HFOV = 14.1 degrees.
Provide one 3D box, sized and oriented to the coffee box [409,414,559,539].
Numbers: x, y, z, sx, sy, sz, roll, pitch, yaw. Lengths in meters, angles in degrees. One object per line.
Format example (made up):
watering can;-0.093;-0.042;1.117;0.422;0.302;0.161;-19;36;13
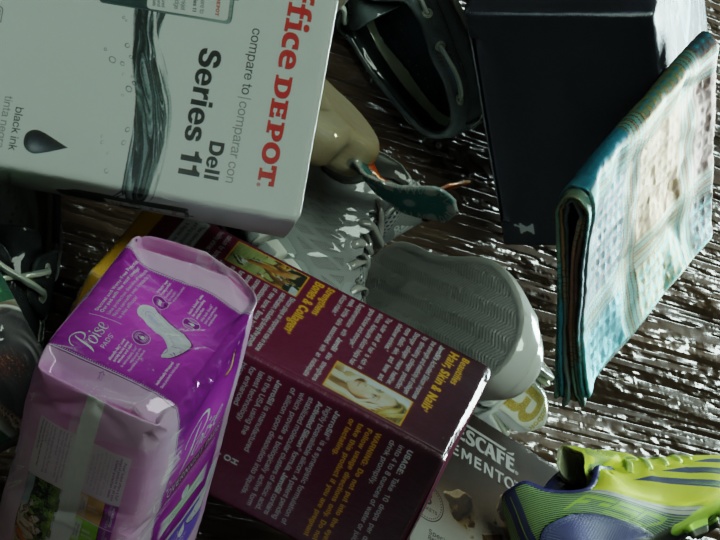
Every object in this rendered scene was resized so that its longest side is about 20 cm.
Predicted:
coffee box;0.077;0.166;1.615;0.200;0.080;0.113;34;44;-27

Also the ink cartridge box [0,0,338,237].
ink cartridge box;-0.114;-0.106;1.429;0.199;0.083;0.147;10;86;-6

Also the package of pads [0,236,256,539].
package of pads;-0.116;0.095;1.372;0.075;0.201;0.121;24;39;8

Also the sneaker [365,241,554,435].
sneaker;0.078;0.050;1.630;0.116;0.074;0.200;42;-3;-24

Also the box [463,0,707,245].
box;0.144;-0.152;1.794;0.197;0.117;0.201;77;20;-46

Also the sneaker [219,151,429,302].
sneaker;0.000;0.000;1.599;0.115;0.075;0.201;-20;70;-14

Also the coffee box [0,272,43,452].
coffee box;-0.242;0.056;1.351;0.200;0.044;0.123;-26;87;-39

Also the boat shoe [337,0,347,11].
boat shoe;-0.044;-0.159;1.618;0.068;0.200;0.072;43;64;-5

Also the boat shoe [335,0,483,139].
boat shoe;0.014;-0.168;1.776;0.200;0.073;0.062;57;35;-9

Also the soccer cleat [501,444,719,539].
soccer cleat;0.149;0.123;1.608;0.200;0.065;0.084;-17;70;-53

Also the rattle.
rattle;-0.057;-0.057;1.559;0.200;0.143;0.130;41;-2;-29

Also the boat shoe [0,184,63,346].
boat shoe;-0.186;-0.010;1.470;0.075;0.060;0.201;16;54;-40

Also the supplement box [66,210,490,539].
supplement box;-0.048;0.058;1.476;0.199;0.086;0.110;28;27;3

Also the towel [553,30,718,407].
towel;0.162;-0.032;1.680;0.200;0.022;0.147;-46;143;-46
